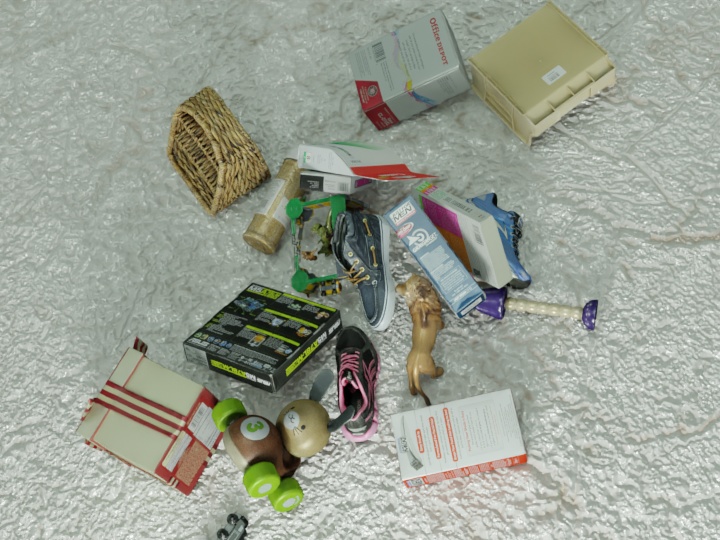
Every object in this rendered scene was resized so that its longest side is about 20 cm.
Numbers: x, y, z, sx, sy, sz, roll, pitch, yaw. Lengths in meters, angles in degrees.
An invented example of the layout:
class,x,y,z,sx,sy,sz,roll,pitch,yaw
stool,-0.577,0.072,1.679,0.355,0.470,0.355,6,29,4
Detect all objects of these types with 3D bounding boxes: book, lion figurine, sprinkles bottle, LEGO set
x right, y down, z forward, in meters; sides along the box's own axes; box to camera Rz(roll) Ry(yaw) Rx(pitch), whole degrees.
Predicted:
class,x,y,z,sx,sy,sz,roll,pitch,yaw
book,0.164,-0.064,1.689,0.048,0.134,0.200,-33,35,-16
lion figurine,0.102,0.113,1.667,0.072,0.123,0.201,-7,64,10
sprinkles bottle,-0.145,-0.130,1.873,0.068,0.068,0.201,20,71,21
LEGO set,-0.047,-0.044,1.803,0.153,0.116,0.201,-19,73,25

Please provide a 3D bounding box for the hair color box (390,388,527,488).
class,x,y,z,sx,sy,sz,roll,pitch,yaw
hair color box,0.156,0.267,1.614,0.199,0.064,0.112,-13,64,5

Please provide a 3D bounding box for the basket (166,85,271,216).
class,x,y,z,sx,sy,sz,roll,pitch,yaw
basket,-0.287,-0.230,1.912,0.149,0.143,0.200,-34,62,-6

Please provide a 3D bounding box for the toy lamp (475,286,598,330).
class,x,y,z,sx,sy,sz,roll,pitch,yaw
toy lamp,0.291,0.062,1.687,0.199,0.058,0.059,8,66,17

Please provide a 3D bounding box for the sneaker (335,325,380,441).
class,x,y,z,sx,sy,sz,roll,pitch,yaw
sneaker,-0.010,0.176,1.679,0.078,0.095,0.201,-11,61,9

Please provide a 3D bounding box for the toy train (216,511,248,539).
class,x,y,z,sx,sy,sz,roll,pitch,yaw
toy train,-0.242,0.480,1.619,0.046,0.034,0.200,31,74,11

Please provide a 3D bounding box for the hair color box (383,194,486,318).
class,x,y,z,sx,sy,sz,roll,pitch,yaw
hair color box,0.123,-0.021,1.661,0.060,0.100,0.200,-37,78,2

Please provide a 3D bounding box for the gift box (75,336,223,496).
class,x,y,z,sx,sy,sz,roll,pitch,yaw
gift box,-0.343,0.236,1.671,0.186,0.200,0.185,21,66,23

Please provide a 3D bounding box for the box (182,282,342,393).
class,x,y,z,sx,sy,sz,roll,pitch,yaw
box,-0.164,0.109,1.710,0.199,0.048,0.193,15,38,31

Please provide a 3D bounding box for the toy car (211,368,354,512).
class,x,y,z,sx,sy,sz,roll,pitch,yaw
toy car,-0.107,0.250,1.615,0.200,0.158,0.165,-37,52,4

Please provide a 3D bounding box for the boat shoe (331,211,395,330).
class,x,y,z,sx,sy,sz,roll,pitch,yaw
boat shoe,0.000,0.000,1.693,0.071,0.090,0.202,-26,62,52

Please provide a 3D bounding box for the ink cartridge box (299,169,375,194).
class,x,y,z,sx,sy,sz,roll,pitch,yaw
ink cartridge box,-0.032,-0.167,1.821,0.094,0.200,0.037,7,104,16

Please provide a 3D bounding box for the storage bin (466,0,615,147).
class,x,y,z,sx,sy,sz,roll,pitch,yaw
storage bin,0.332,-0.359,1.862,0.200,0.094,0.199,-35,63,-6

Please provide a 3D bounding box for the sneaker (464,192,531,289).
class,x,y,z,sx,sy,sz,roll,pitch,yaw
sneaker,0.246,-0.058,1.743,0.089,0.079,0.201,-27,61,2

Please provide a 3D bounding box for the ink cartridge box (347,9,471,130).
class,x,y,z,sx,sy,sz,roll,pitch,yaw
ink cartridge box,0.093,-0.376,1.908,0.199,0.083,0.147,-22,61,16

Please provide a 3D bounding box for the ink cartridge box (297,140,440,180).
class,x,y,z,sx,sy,sz,roll,pitch,yaw
ink cartridge box,0.016,-0.192,1.764,0.199,0.160,0.050,11,104,38
